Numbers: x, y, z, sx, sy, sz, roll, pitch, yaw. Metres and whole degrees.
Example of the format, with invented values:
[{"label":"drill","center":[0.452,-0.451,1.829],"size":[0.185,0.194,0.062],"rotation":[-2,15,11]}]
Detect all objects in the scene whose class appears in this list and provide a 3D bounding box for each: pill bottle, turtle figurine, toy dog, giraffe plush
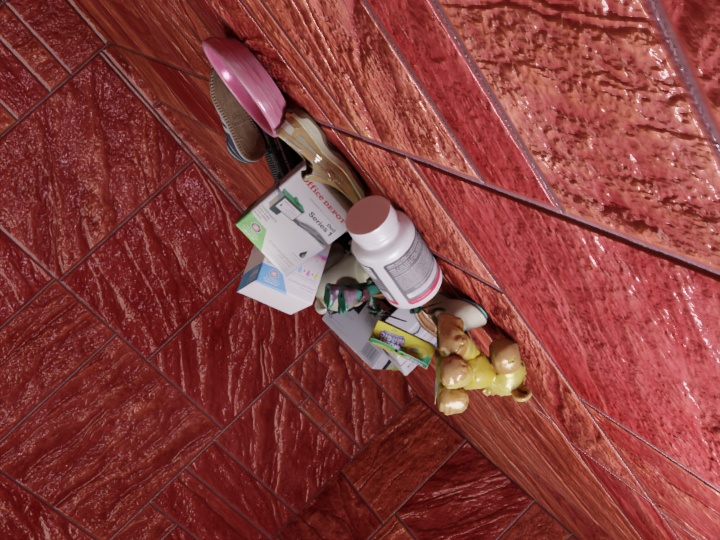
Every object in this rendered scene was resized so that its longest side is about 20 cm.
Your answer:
[{"label":"pill bottle","center":[0.053,-0.032,1.392],"size":[0.111,0.111,0.200],"rotation":[40,171,44]},{"label":"turtle figurine","center":[0.041,0.045,1.542],"size":[0.150,0.200,0.101],"rotation":[156,109,-64]},{"label":"toy dog","center":[0.000,0.000,1.665],"size":[0.200,0.194,0.140],"rotation":[-23,100,48]},{"label":"giraffe plush","center":[0.214,0.174,1.448],"size":[0.200,0.162,0.173],"rotation":[88,-177,-57]}]

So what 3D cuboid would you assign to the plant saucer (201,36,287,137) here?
[{"label":"plant saucer","center":[-0.190,-0.321,1.421],"size":[0.201,0.051,0.201],"rotation":[49,174,7]}]

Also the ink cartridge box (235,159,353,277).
[{"label":"ink cartridge box","center":[-0.108,-0.106,1.543],"size":[0.146,0.200,0.084],"rotation":[47,-149,-12]}]

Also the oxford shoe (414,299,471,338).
[{"label":"oxford shoe","center":[0.179,0.109,1.719],"size":[0.200,0.071,0.071],"rotation":[49,145,-19]}]

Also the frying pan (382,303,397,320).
[{"label":"frying pan","center":[0.080,0.073,1.890],"size":[0.031,0.115,0.190],"rotation":[2,172,12]}]

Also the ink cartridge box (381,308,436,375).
[{"label":"ink cartridge box","center":[0.116,0.141,1.861],"size":[0.084,0.145,0.200],"rotation":[45,173,18]}]

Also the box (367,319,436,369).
[{"label":"box","center":[0.075,0.132,1.514],"size":[0.117,0.048,0.200],"rotation":[25,-179,3]}]

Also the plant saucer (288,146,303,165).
[{"label":"plant saucer","center":[-0.083,-0.193,1.644],"size":[0.200,0.029,0.200],"rotation":[45,174,6]}]

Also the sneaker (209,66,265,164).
[{"label":"sneaker","center":[-0.246,-0.301,1.626],"size":[0.108,0.070,0.200],"rotation":[172,77,-77]}]

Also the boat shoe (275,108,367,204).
[{"label":"boat shoe","center":[-0.071,-0.180,1.432],"size":[0.200,0.076,0.072],"rotation":[49,173,-22]}]

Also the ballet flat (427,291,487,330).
[{"label":"ballet flat","center":[0.172,0.086,1.539],"size":[0.069,0.069,0.200],"rotation":[48,173,-12]}]

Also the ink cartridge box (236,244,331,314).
[{"label":"ink cartridge box","center":[-0.147,-0.033,1.700],"size":[0.128,0.200,0.125],"rotation":[24,159,-19]}]

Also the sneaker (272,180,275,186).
[{"label":"sneaker","center":[-0.123,-0.165,1.966],"size":[0.200,0.075,0.116],"rotation":[32,-151,-26]}]

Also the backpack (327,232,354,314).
[{"label":"backpack","center":[-0.040,-0.024,1.860],"size":[0.154,0.163,0.200],"rotation":[61,176,36]}]

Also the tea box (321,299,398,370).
[{"label":"tea box","center":[0.049,0.140,2.096],"size":[0.200,0.134,0.197],"rotation":[43,-165,29]}]

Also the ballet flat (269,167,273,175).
[{"label":"ballet flat","center":[-0.156,-0.224,1.821],"size":[0.072,0.068,0.200],"rotation":[64,-172,33]}]

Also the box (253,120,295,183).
[{"label":"box","center":[-0.163,-0.226,1.645],"size":[0.200,0.036,0.143],"rotation":[68,169,-10]}]
